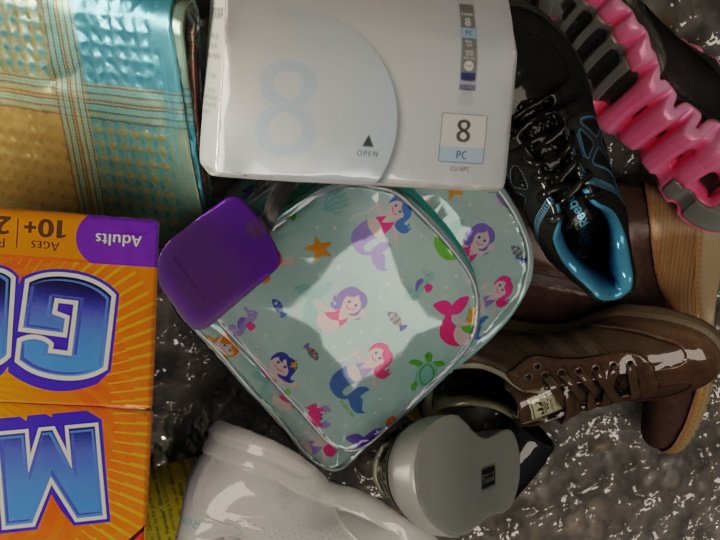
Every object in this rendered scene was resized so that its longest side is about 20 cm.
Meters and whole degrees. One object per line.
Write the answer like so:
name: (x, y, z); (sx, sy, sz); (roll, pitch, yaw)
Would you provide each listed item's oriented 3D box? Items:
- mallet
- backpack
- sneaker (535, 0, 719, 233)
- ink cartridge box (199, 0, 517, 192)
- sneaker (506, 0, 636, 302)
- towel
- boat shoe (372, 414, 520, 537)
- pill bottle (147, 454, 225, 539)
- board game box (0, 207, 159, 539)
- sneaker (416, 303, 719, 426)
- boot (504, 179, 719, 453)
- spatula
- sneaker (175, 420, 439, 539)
mallet: (0.033, 0.102, 1.131); (0.200, 0.041, 0.066); (24, 108, -18)
backpack: (0.000, 0.000, 1.013); (0.200, 0.151, 0.178); (-41, 102, -3)
sneaker: (0.190, -0.119, 1.058); (0.200, 0.095, 0.079); (49, 135, -10)
ink cartridge box: (0.004, -0.144, 0.875); (0.160, 0.047, 0.200); (2, 99, -17)
sneaker: (0.116, -0.069, 0.982); (0.073, 0.082, 0.200); (-29, 123, 6)
towel: (-0.168, -0.091, 0.931); (0.200, 0.022, 0.147); (11, 118, 28)
boat shoe: (0.043, 0.125, 1.026); (0.064, 0.200, 0.071); (-1, 82, 20)
pill bottle: (-0.147, 0.187, 1.075); (0.200, 0.112, 0.113); (-13, 116, -8)
board game box: (-0.225, 0.083, 0.916); (0.199, 0.200, 0.200); (4, 77, -14)
sneaker: (0.130, 0.071, 1.070); (0.200, 0.076, 0.071); (-2, 130, 22)
boot: (0.152, 0.031, 1.124); (0.166, 0.072, 0.200); (2, 117, -1)
spatula: (-0.034, -0.052, 0.920); (0.200, 0.021, 0.057); (-49, 126, -22)
sneaker: (-0.028, 0.168, 1.016); (0.200, 0.075, 0.089); (32, 76, -29)
